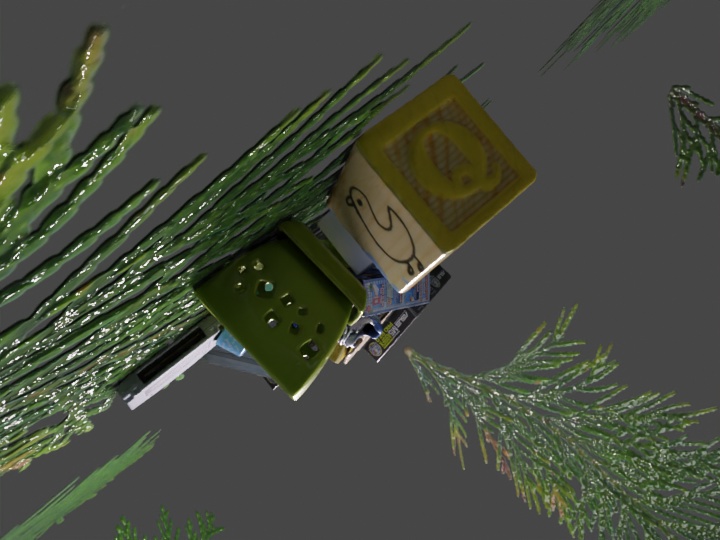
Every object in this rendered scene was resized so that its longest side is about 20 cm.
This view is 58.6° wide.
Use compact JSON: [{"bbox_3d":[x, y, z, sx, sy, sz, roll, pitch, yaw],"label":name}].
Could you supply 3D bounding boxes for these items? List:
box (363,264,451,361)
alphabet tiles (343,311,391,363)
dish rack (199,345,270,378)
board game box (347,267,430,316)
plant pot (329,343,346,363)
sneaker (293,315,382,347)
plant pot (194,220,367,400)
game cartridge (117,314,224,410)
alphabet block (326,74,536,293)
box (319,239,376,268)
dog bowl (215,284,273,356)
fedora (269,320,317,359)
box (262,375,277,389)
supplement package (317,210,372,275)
[{"bbox_3d":[0.103,0.088,1.381,0.161,0.044,0.200,-52,173,36],"label":"box"},{"bbox_3d":[0.028,0.124,1.420,0.196,0.015,0.200,-48,174,-14],"label":"alphabet tiles"},{"bbox_3d":[-0.213,0.159,1.317,0.171,0.196,0.044,-31,128,-68],"label":"dish rack"},{"bbox_3d":[0.020,0.032,1.153,0.197,0.063,0.198,-3,-174,-38],"label":"board game box"},{"bbox_3d":[-0.064,0.059,1.430,0.178,0.199,0.200,-56,173,9],"label":"plant pot"},{"bbox_3d":[-0.034,0.102,1.220,0.197,0.086,0.077,-3,146,-37],"label":"sneaker"},{"bbox_3d":[-0.103,0.055,0.946,0.182,0.199,0.200,-45,177,-14],"label":"plant pot"},{"bbox_3d":[-0.320,0.156,1.095,0.199,0.042,0.133,-39,180,-24],"label":"game cartridge"},{"bbox_3d":[0.093,-0.117,0.922,0.196,0.196,0.200,-40,175,-22],"label":"alphabet block"},{"bbox_3d":[0.000,0.000,1.295,0.198,0.125,0.047,-1,-175,-42],"label":"box"},{"bbox_3d":[-0.172,0.065,1.123,0.201,0.049,0.111,-51,-179,0],"label":"dog bowl"},{"bbox_3d":[-0.135,0.081,1.267,0.089,0.176,0.203,-1,-119,44],"label":"fedora"},{"bbox_3d":[-0.206,0.182,1.535,0.044,0.161,0.200,-38,176,16],"label":"box"},{"bbox_3d":[0.022,-0.081,1.154,0.117,0.118,0.200,-39,176,13],"label":"supplement package"}]
